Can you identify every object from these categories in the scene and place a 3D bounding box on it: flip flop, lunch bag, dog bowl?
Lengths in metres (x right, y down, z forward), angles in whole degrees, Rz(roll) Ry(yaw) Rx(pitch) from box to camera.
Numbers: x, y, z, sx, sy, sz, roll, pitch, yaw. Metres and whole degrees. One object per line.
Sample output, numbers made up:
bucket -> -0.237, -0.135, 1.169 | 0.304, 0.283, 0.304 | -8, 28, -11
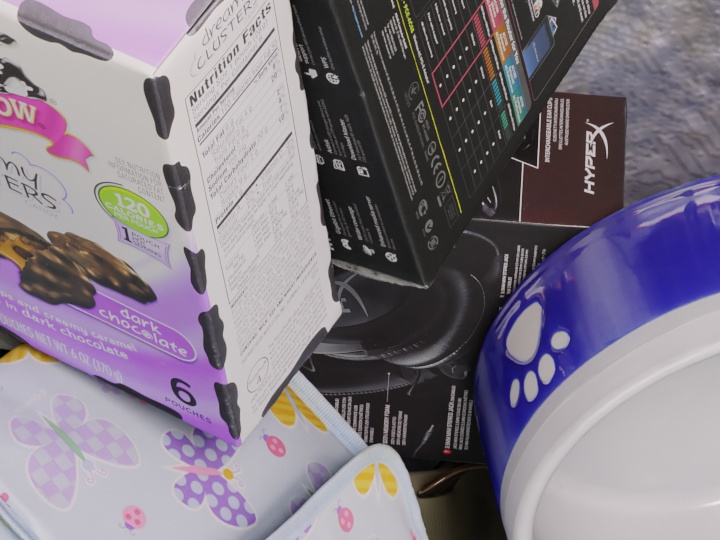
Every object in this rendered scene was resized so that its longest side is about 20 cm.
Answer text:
flip flop -> 0.047, 0.106, 1.232 | 0.057, 0.082, 0.199 | -17, 170, 37
lunch bag -> -0.067, 0.113, 1.081 | 0.200, 0.169, 0.127 | 49, 131, 5
dog bowl -> 0.145, 0.056, 1.137 | 0.199, 0.079, 0.201 | -9, 138, -8

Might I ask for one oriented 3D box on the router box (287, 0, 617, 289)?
router box -> 0.012, -0.117, 0.990 | 0.062, 0.150, 0.201 | 16, 145, 30

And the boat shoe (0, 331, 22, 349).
boat shoe -> -0.170, -0.059, 1.124 | 0.068, 0.072, 0.201 | 7, 136, 47

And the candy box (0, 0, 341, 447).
candy box -> -0.102, -0.053, 0.977 | 0.167, 0.072, 0.200 | 24, 150, 23

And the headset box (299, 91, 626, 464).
headset box -> 0.000, 0.000, 1.182 | 0.199, 0.078, 0.149 | 5, 137, 3
